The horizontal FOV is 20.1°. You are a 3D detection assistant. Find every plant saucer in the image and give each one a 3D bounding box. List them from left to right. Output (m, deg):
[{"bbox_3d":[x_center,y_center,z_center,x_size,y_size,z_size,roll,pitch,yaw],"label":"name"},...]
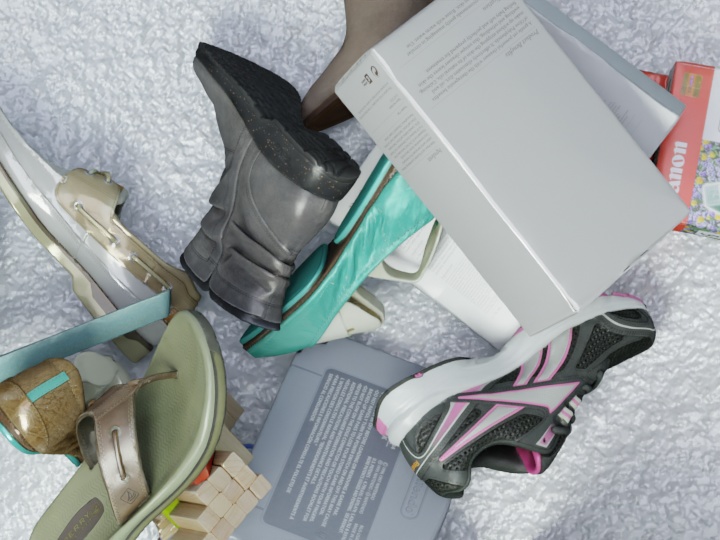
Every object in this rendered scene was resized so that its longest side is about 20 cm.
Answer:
[{"bbox_3d":[-0.212,0.056,1.300,0.199,0.070,0.019,-21,92,-4],"label":"plant saucer"}]

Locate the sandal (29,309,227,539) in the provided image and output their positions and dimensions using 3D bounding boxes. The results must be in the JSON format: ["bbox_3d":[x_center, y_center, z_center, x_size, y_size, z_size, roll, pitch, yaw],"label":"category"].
[{"bbox_3d":[-0.145,0.112,1.205,0.201,0.057,0.080,-55,45,14],"label":"sandal"}]

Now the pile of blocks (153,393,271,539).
[{"bbox_3d":[-0.115,0.115,1.283,0.082,0.200,0.062,-41,107,3],"label":"pile of blocks"}]

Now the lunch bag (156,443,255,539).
[{"bbox_3d":[-0.035,0.210,1.308,0.200,0.076,0.160,30,52,11],"label":"lunch bag"}]

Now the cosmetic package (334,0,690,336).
[{"bbox_3d":[0.092,-0.073,1.239,0.107,0.085,0.200,-37,91,-22],"label":"cosmetic package"}]

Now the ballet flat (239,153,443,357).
[{"bbox_3d":[0.000,0.000,1.318,0.070,0.067,0.200,35,114,-8],"label":"ballet flat"}]

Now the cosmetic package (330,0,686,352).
[{"bbox_3d":[0.094,-0.071,1.332,0.151,0.052,0.200,37,110,3],"label":"cosmetic package"}]

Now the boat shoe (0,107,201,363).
[{"bbox_3d":[-0.187,-0.037,1.369,0.068,0.075,0.200,-37,95,-2],"label":"boat shoe"}]

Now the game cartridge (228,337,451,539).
[{"bbox_3d":[-0.007,0.135,1.309,0.133,0.041,0.200,18,48,7],"label":"game cartridge"}]

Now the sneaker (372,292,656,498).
[{"bbox_3d":[0.110,0.089,1.315,0.199,0.080,0.087,-25,70,-16],"label":"sneaker"}]

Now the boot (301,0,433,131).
[{"bbox_3d":[0.011,-0.205,1.375,0.200,0.070,0.147,-33,80,-2],"label":"boot"}]

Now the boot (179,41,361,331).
[{"bbox_3d":[-0.085,-0.058,1.334,0.070,0.200,0.132,17,113,-33],"label":"boot"}]

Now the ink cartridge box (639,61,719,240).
[{"bbox_3d":[0.233,-0.079,1.357,0.199,0.050,0.110,11,86,3],"label":"ink cartridge box"}]

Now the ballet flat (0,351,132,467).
[{"bbox_3d":[-0.183,0.083,1.292,0.072,0.200,0.068,-39,81,-3],"label":"ballet flat"}]
